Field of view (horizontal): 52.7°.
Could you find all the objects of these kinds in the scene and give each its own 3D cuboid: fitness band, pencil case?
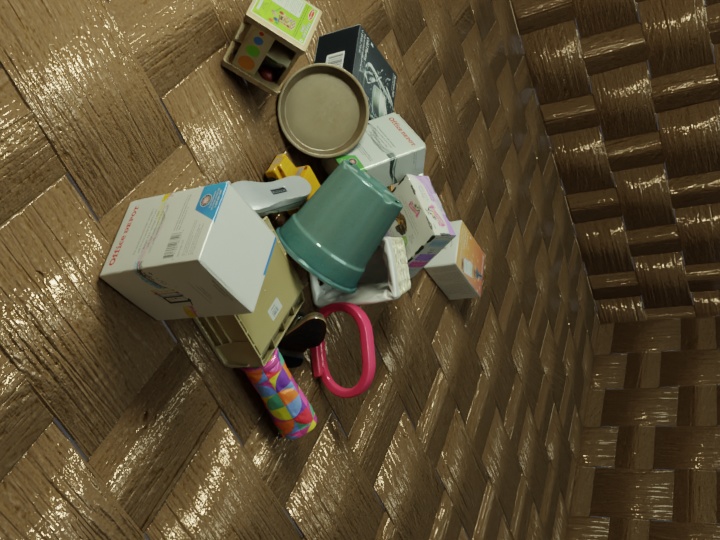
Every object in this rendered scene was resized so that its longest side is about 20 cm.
[{"bbox_3d":[-0.037,0.167,1.531,0.037,0.143,0.202,-3,87,-61],"label":"fitness band"},{"bbox_3d":[-0.154,0.231,1.378,0.089,0.088,0.201,-61,137,-46],"label":"pencil case"}]

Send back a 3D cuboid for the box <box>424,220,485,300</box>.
[{"bbox_3d":[0.284,-0.028,2.170,0.200,0.106,0.153,46,46,-46],"label":"box"}]

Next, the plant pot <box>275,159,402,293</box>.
[{"bbox_3d":[-0.032,-0.095,1.420,0.200,0.197,0.200,35,13,-9],"label":"plant pot"}]

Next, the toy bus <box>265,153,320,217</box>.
[{"bbox_3d":[-0.119,-0.150,1.521,0.201,0.078,0.065,61,36,-34],"label":"toy bus"}]

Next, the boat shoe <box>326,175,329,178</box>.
[{"bbox_3d":[-0.029,-0.218,1.703,0.084,0.068,0.201,57,39,-37],"label":"boat shoe"}]

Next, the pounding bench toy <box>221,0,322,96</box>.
[{"bbox_3d":[-0.166,-0.471,1.419,0.124,0.156,0.201,28,54,-17],"label":"pounding bench toy"}]

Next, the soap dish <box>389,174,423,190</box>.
[{"bbox_3d":[0.103,-0.241,1.926,0.157,0.081,0.202,15,71,-58],"label":"soap dish"}]

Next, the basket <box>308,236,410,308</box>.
[{"bbox_3d":[0.000,0.000,1.587,0.123,0.198,0.137,-18,100,-66],"label":"basket"}]

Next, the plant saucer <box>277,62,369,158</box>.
[{"bbox_3d":[-0.080,-0.341,1.561,0.029,0.198,0.202,-167,-112,-80],"label":"plant saucer"}]

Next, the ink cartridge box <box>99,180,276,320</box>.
[{"bbox_3d":[-0.263,-0.023,1.123,0.145,0.199,0.148,51,42,-45],"label":"ink cartridge box"}]

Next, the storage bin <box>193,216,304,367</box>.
[{"bbox_3d":[-0.206,0.039,1.316,0.199,0.093,0.200,65,34,-30],"label":"storage bin"}]

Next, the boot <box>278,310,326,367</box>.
[{"bbox_3d":[-0.115,0.104,1.400,0.074,0.200,0.098,15,54,-19],"label":"boot"}]

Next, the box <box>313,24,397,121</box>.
[{"bbox_3d":[-0.015,-0.430,1.723,0.197,0.123,0.202,41,50,-52],"label":"box"}]

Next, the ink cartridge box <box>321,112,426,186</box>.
[{"bbox_3d":[0.027,-0.258,1.632,0.147,0.199,0.083,56,-21,36],"label":"ink cartridge box"}]

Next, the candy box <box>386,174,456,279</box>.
[{"bbox_3d":[0.106,-0.091,1.656,0.071,0.200,0.169,-1,58,-38],"label":"candy box"}]

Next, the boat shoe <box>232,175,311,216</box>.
[{"bbox_3d":[-0.189,-0.132,1.402,0.199,0.070,0.071,-19,66,-39],"label":"boat shoe"}]
